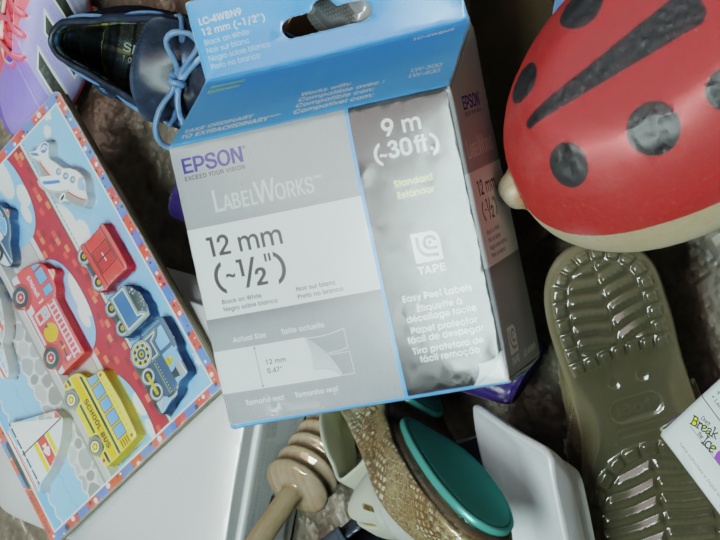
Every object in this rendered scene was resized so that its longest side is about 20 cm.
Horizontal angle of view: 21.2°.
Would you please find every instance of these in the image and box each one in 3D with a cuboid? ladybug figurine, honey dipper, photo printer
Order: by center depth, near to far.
[{"bbox_3d":[0.138,-0.089,0.835,0.199,0.072,0.136,-38,61,17],"label":"ladybug figurine"},{"bbox_3d":[-0.060,0.148,0.974,0.038,0.200,0.038,21,139,20],"label":"honey dipper"},{"bbox_3d":[-0.124,0.079,1.081,0.198,0.069,0.168,16,100,33],"label":"photo printer"}]

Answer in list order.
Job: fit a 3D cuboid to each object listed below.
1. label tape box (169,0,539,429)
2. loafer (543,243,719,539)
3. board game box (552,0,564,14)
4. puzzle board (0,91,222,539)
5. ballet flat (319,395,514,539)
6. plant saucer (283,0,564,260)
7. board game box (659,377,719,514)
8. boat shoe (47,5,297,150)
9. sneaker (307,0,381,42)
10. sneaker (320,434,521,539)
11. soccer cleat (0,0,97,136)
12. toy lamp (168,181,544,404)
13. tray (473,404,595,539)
[{"bbox_3d":[-0.009,-0.039,0.890,0.142,0.066,0.202,-10,98,21],"label":"label tape box"},{"bbox_3d":[0.133,0.076,0.911,0.075,0.067,0.202,-8,103,8],"label":"loafer"},{"bbox_3d":[0.184,-0.113,0.887,0.198,0.039,0.160,-9,79,31],"label":"board game box"},{"bbox_3d":[-0.169,0.025,1.060,0.151,0.017,0.201,-42,66,25],"label":"puzzle board"},{"bbox_3d":[0.019,0.093,0.947,0.065,0.070,0.200,-50,29,14],"label":"ballet flat"},{"bbox_3d":[0.036,-0.087,0.992,0.198,0.029,0.203,2,93,34],"label":"plant saucer"},{"bbox_3d":[0.244,0.042,0.811,0.200,0.103,0.105,-46,68,26],"label":"board game box"},{"bbox_3d":[-0.098,-0.099,1.037,0.199,0.068,0.085,11,99,47],"label":"boat shoe"},{"bbox_3d":[0.023,-0.211,0.926,0.075,0.081,0.202,33,120,42],"label":"sneaker"},{"bbox_3d":[0.015,0.159,0.986,0.200,0.079,0.079,-47,66,24],"label":"sneaker"},{"bbox_3d":[-0.182,-0.172,1.108,0.066,0.076,0.202,29,107,30],"label":"soccer cleat"},{"bbox_3d":[0.000,0.000,0.959,0.199,0.058,0.059,33,110,12],"label":"toy lamp"},{"bbox_3d":[0.098,0.166,0.911,0.107,0.022,0.202,-151,47,-74],"label":"tray"}]
